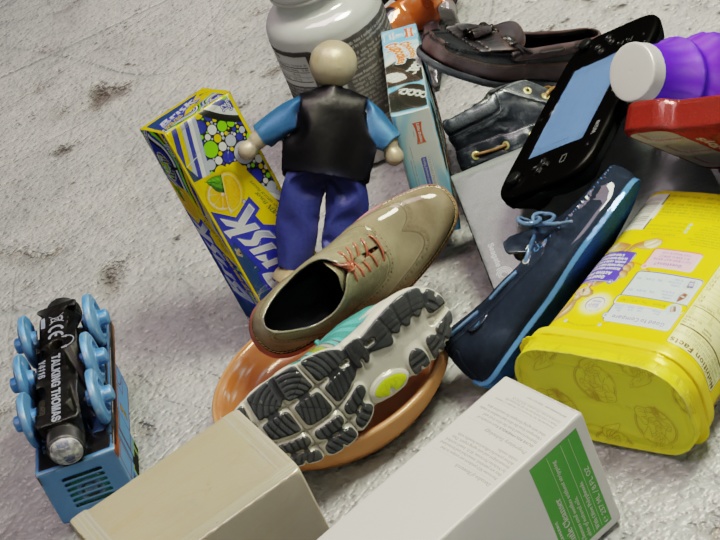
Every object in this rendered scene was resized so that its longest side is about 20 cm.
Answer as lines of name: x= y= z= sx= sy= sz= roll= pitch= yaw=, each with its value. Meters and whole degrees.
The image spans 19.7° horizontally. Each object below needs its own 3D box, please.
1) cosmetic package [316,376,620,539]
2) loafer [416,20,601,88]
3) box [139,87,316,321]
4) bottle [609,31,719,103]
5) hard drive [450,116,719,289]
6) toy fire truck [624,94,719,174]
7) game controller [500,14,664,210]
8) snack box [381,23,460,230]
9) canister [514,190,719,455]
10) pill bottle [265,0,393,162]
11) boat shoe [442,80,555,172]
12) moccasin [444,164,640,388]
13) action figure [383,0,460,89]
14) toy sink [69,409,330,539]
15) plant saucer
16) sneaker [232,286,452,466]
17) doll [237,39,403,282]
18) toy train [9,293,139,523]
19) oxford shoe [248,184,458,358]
cosmetic package: x=0.069 y=0.180 z=1.406 sx=0.200 sy=0.108 sz=0.085 roll=-41 pitch=38 yaw=-21
loafer: x=0.134 y=-0.198 z=1.827 sx=0.199 sy=0.063 sz=0.072 roll=4 pitch=29 yaw=-41
box: x=-0.101 y=-0.050 z=1.741 sx=0.070 sy=0.201 sz=0.064 roll=-35 pitch=21 yaw=-17
bottle: x=0.282 y=-0.147 z=1.657 sx=0.199 sy=0.084 sz=0.065 roll=3 pitch=-12 yaw=-41
hard drive: x=0.186 y=-0.056 z=1.691 sx=0.199 sy=0.033 sz=0.140 roll=-22 pitch=52 yaw=4
toy fire truck: x=0.320 y=-0.099 z=1.578 sx=0.167 sy=0.199 sz=0.113 roll=0 pitch=79 yaw=46
game controller: x=0.181 y=-0.130 z=1.677 sx=0.104 sy=0.042 sz=0.200 roll=-33 pitch=23 yaw=51
snack box: x=0.052 y=-0.125 z=1.806 sx=0.037 sy=0.117 sz=0.200 roll=-13 pitch=27 yaw=5
canister: x=0.227 y=0.032 z=1.531 sx=0.148 sy=0.087 sz=0.200 roll=8 pitch=44 yaw=39
pill bottle: x=-0.022 y=-0.204 z=1.909 sx=0.110 sy=0.201 sz=0.111 roll=-16 pitch=34 yaw=11
boat shoe: x=0.172 y=-0.133 z=1.771 sx=0.199 sy=0.091 sz=0.071 roll=-27 pitch=5 yaw=-3
moccasin: x=0.133 y=-0.005 z=1.582 sx=0.068 sy=0.080 sz=0.200 roll=38 pitch=89 yaw=20
action figure: x=0.042 y=-0.247 z=2.060 sx=0.200 sy=0.105 sz=0.194 roll=-39 pitch=17 yaw=29
toy sink: x=-0.123 y=0.217 z=1.457 sx=0.200 sy=0.131 sz=0.112 roll=-35 pitch=35 yaw=-14
plant saucer: x=-0.021 y=0.091 z=1.649 sx=0.199 sy=0.038 sz=0.201 roll=-17 pitch=33 yaw=11
sneaker: x=-0.017 y=0.083 z=1.580 sx=0.200 sy=0.078 sz=0.080 roll=-34 pitch=13 yaw=-19
doll: x=-0.033 y=-0.088 z=1.698 sx=0.136 sy=0.201 sz=0.048 roll=7 pitch=7 yaw=0
toy train: x=-0.231 y=0.107 z=1.690 sx=0.086 sy=0.115 sz=0.200 roll=-18 pitch=34 yaw=3
oxford shoe: x=0.000 y=0.000 z=1.645 sx=0.200 sy=0.071 sz=0.075 roll=-40 pitch=-4 yaw=-9
